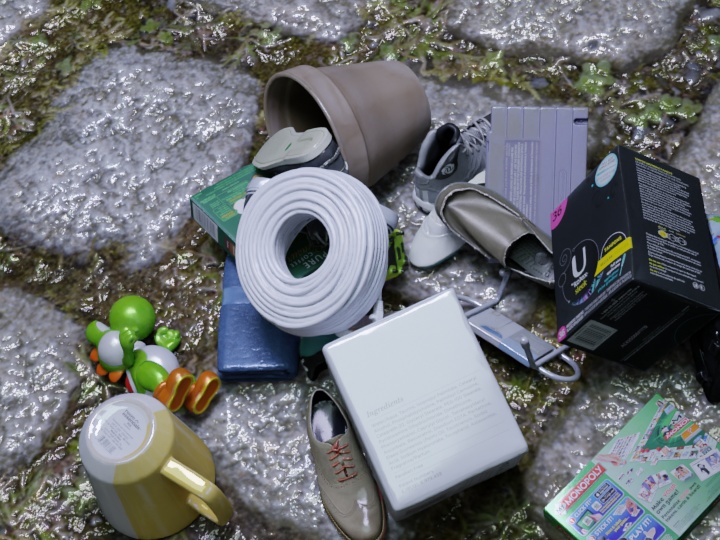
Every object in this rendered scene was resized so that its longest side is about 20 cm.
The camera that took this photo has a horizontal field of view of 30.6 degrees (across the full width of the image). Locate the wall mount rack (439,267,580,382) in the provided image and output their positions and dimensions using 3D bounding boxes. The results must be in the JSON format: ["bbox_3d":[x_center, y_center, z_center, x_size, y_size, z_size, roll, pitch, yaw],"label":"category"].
[{"bbox_3d":[0.177,0.062,1.583,0.199,0.075,0.173,32,28,25],"label":"wall mount rack"}]

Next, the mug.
[{"bbox_3d":[-0.244,0.220,1.559,0.185,0.153,0.150,-4,58,8],"label":"mug"}]

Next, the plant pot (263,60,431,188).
[{"bbox_3d":[-0.005,-0.197,1.763,0.173,0.201,0.200,-25,57,-25],"label":"plant pot"}]

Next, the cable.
[{"bbox_3d":[-0.060,-0.022,1.561,0.199,0.069,0.202,6,87,29],"label":"cable"}]

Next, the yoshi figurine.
[{"bbox_3d":[-0.267,0.096,1.670,0.199,0.113,0.112,30,49,33],"label":"yoshi figurine"}]

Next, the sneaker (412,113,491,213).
[{"bbox_3d":[0.146,-0.169,1.744,0.075,0.116,0.200,38,72,27],"label":"sneaker"}]

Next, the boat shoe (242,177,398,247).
[{"bbox_3d":[-0.053,-0.061,1.657,0.199,0.072,0.071,11,72,10],"label":"boat shoe"}]

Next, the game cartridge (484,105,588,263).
[{"bbox_3d":[0.223,-0.108,1.678,0.129,0.038,0.202,3,96,10],"label":"game cartridge"}]

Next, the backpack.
[{"bbox_3d":[0.443,0.026,1.561,0.153,0.164,0.201,-12,51,-8],"label":"backpack"}]

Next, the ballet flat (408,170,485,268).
[{"bbox_3d":[0.137,-0.083,1.722,0.199,0.070,0.069,-36,60,-11],"label":"ballet flat"}]

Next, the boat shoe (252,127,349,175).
[{"bbox_3d":[-0.079,-0.139,1.679,0.072,0.068,0.200,-51,25,-14],"label":"boat shoe"}]

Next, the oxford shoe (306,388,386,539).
[{"bbox_3d":[-0.026,0.233,1.557,0.070,0.075,0.201,-23,58,-4],"label":"oxford shoe"}]

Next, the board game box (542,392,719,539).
[{"bbox_3d":[0.326,0.253,1.509,0.200,0.029,0.134,-42,60,-15],"label":"board game box"}]

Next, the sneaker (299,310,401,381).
[{"bbox_3d":[0.023,0.099,1.639,0.198,0.071,0.080,-5,70,8],"label":"sneaker"}]

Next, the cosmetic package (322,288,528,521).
[{"bbox_3d":[0.071,0.157,1.502,0.165,0.167,0.201,-24,77,-4],"label":"cosmetic package"}]

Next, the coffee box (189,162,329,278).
[{"bbox_3d":[-0.117,-0.051,1.706,0.123,0.044,0.200,-32,59,-29],"label":"coffee box"}]

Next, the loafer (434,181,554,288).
[{"bbox_3d":[0.183,-0.045,1.637,0.199,0.070,0.076,30,98,2],"label":"loafer"}]

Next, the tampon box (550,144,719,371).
[{"bbox_3d":[0.318,-0.014,1.551,0.126,0.150,0.201,19,49,-20],"label":"tampon box"}]

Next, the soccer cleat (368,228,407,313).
[{"bbox_3d":[0.000,-0.001,1.664,0.083,0.065,0.200,-3,26,26],"label":"soccer cleat"}]

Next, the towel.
[{"bbox_3d":[-0.126,0.052,1.699,0.111,0.049,0.201,0,57,5],"label":"towel"}]
